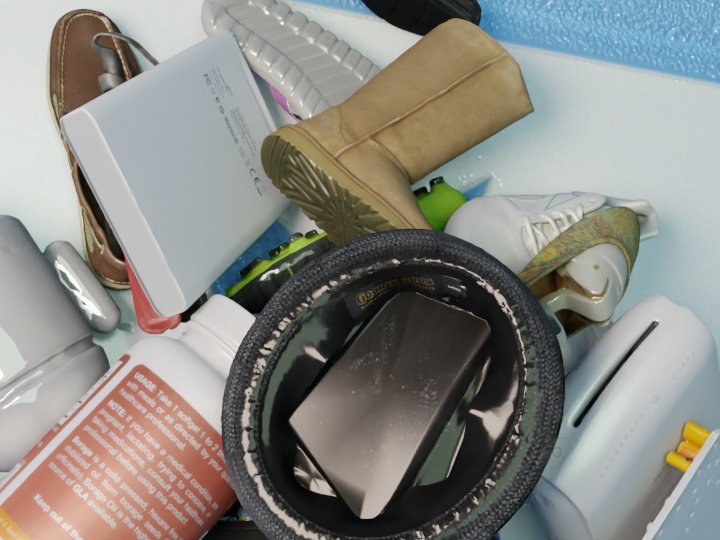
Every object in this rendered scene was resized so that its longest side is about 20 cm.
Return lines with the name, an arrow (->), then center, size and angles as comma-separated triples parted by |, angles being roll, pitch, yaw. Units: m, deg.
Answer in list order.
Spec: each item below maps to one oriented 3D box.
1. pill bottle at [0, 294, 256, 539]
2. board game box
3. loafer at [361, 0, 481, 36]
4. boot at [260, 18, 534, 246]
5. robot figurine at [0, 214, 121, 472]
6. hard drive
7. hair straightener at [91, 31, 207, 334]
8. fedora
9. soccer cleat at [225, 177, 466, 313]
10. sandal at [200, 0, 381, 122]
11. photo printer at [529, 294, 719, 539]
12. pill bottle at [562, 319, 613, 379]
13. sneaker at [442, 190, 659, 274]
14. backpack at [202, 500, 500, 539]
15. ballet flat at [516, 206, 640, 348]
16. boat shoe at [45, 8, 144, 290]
pill bottle -> -0.127, 0.115, 0.670 | 0.112, 0.112, 0.200 | 45, 73, -5
board game box -> 0.203, 0.228, 0.786 | 0.026, 0.200, 0.200 | 28, 71, 35
loafer -> 0.014, -0.249, 0.851 | 0.199, 0.073, 0.073 | 33, 71, -9
boot -> 0.055, -0.080, 0.765 | 0.199, 0.066, 0.175 | -34, 75, -33
robot figurine -> -0.238, 0.045, 0.719 | 0.169, 0.113, 0.201 | -35, 92, -32
hard drive -> -0.107, -0.072, 0.733 | 0.026, 0.200, 0.133 | -17, 107, 25
hair straightener -> -0.139, -0.061, 0.742 | 0.041, 0.077, 0.202 | -16, 90, 25
fedora -> 0.021, 0.080, 0.645 | 0.198, 0.092, 0.203 | -2, 77, 8
soccer cleat -> 0.000, 0.000, 0.806 | 0.198, 0.067, 0.082 | -23, 88, -19
sandal -> -0.036, -0.139, 0.835 | 0.203, 0.050, 0.082 | 44, 59, 8
photo printer -> 0.188, 0.122, 0.782 | 0.069, 0.201, 0.167 | 31, 71, 36
pill bottle -> 0.085, 0.078, 0.804 | 0.198, 0.104, 0.105 | -18, 87, -17
sneaker -> 0.140, -0.030, 0.812 | 0.199, 0.080, 0.071 | -14, 91, -40
backpack -> -0.001, 0.209, 0.694 | 0.198, 0.183, 0.135 | -17, 126, 6
ballet flat -> 0.127, 0.026, 0.736 | 0.199, 0.071, 0.071 | -31, 90, -18
boat shoe -> -0.173, -0.091, 0.776 | 0.074, 0.075, 0.205 | -13, 85, -16
